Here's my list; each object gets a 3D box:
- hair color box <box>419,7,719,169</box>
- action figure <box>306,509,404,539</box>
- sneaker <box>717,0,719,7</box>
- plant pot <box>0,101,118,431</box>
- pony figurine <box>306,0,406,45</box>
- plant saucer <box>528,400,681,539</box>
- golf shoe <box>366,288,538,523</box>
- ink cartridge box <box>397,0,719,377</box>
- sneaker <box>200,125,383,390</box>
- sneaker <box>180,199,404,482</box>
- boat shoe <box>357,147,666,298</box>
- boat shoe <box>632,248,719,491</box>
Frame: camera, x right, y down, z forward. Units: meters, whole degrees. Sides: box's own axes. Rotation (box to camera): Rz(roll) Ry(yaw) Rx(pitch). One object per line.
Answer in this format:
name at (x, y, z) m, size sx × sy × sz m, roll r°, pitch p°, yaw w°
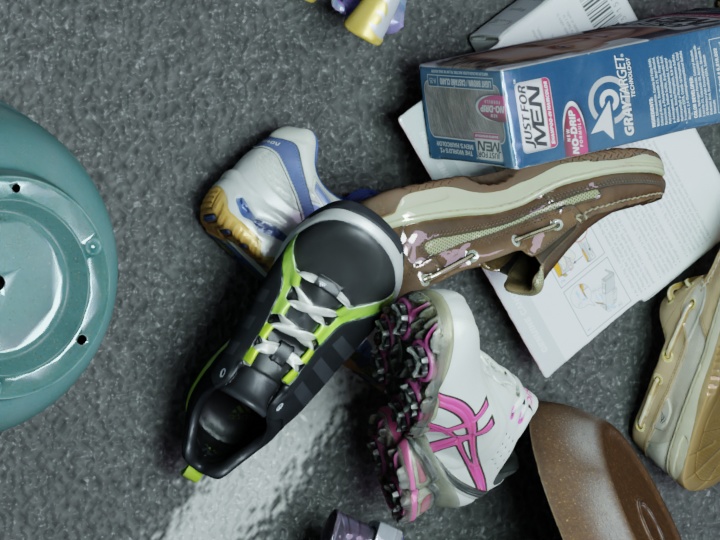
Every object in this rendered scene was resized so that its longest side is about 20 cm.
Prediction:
hair color box at (0.146, -0.110, 1.665) m, size 0.200 × 0.100 × 0.061 m, roll -14°, pitch 101°, yaw -26°
action figure at (0.066, 0.191, 1.698) m, size 0.200 × 0.130 × 0.069 m, roll 9°, pitch 80°, yaw -11°
sneaker at (0.294, -0.089, 1.807) m, size 0.112 × 0.071 × 0.200 m, roll -8°, pitch 98°, yaw -23°
plant pot at (-0.213, 0.002, 1.522) m, size 0.200 × 0.134 × 0.200 m, roll -3°, pitch 97°, yaw -27°
pony figurine at (0.022, -0.237, 1.620) m, size 0.193 × 0.167 × 0.200 m, roll 26°, pitch 99°, yaw -20°
plant saucer at (0.162, 0.163, 1.705) m, size 0.037 × 0.200 × 0.200 m, roll -25°, pitch 111°, yaw 14°
golf shoe at (0.055, 0.067, 1.606) m, size 0.092 × 0.200 × 0.073 m, roll -15°, pitch 59°, yaw -11°
ink cartridge box at (0.124, -0.063, 1.739) m, size 0.174 × 0.044 × 0.200 m, roll -37°, pitch 111°, yaw -18°
sneaker at (0.000, 0.000, 1.665) m, size 0.088 × 0.075 × 0.200 m, roll -50°, pitch 115°, yaw -14°
sneaker at (-0.041, 0.050, 1.592) m, size 0.072 × 0.083 × 0.200 m, roll 30°, pitch 124°, yaw -7°
boat shoe at (0.092, -0.021, 1.656) m, size 0.202 × 0.075 × 0.075 m, roll -11°, pitch 84°, yaw -22°
boat shoe at (0.218, 0.036, 1.766) m, size 0.074 × 0.069 × 0.200 m, roll 3°, pitch 110°, yaw -48°
